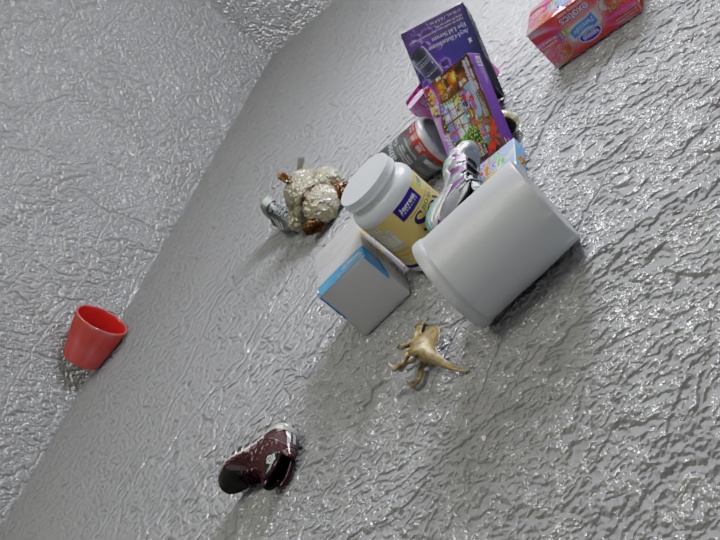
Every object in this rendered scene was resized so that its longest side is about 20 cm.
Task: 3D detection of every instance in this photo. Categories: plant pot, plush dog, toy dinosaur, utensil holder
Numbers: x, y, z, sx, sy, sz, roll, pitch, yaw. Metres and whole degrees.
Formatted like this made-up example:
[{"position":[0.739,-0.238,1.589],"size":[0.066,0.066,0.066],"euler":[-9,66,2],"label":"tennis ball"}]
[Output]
[{"position":[-0.983,0.252,3.130],"size":[0.178,0.199,0.201],"euler":[-58,21,11],"label":"plant pot"},{"position":[-0.118,-0.186,2.193],"size":[0.171,0.160,0.201],"euler":[34,87,40],"label":"plush dog"},{"position":[0.098,0.135,1.384],"size":[0.101,0.058,0.200],"euler":[-49,23,5],"label":"toy dinosaur"},{"position":[0.206,-0.041,1.298],"size":[0.200,0.170,0.170],"euler":[-43,24,16],"label":"utensil holder"}]

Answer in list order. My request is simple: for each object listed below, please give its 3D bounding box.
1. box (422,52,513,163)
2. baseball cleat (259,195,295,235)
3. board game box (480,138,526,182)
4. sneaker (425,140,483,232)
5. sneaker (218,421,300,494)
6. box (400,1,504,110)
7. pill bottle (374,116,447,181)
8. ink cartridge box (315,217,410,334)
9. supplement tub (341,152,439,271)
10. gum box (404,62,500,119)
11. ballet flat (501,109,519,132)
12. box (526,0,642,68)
[{"position":[0.209,-0.301,1.674],"size":[0.137,0.039,0.201],"euler":[-32,72,46],"label":"box"},{"position":[-0.226,-0.154,2.370],"size":[0.070,0.106,0.200],"euler":[-52,24,-13],"label":"baseball cleat"},{"position":[0.235,-0.133,1.546],"size":[0.151,0.037,0.201],"euler":[-39,25,31],"label":"board game box"},{"position":[0.201,-0.150,1.503],"size":[0.140,0.077,0.201],"euler":[-11,55,56],"label":"sneaker"},{"position":[-0.190,0.372,1.567],"size":[0.200,0.076,0.116],"euler":[-43,27,18],"label":"sneaker"},{"position":[0.194,-0.429,1.791],"size":[0.147,0.201,0.104],"euler":[-24,-5,18],"label":"box"},{"position":[0.097,-0.229,1.850],"size":[0.200,0.116,0.116],"euler":[-38,26,31],"label":"pill bottle"},{"position":[0.000,0.000,1.678],"size":[0.125,0.128,0.200],"euler":[-44,24,18],"label":"ink cartridge box"},{"position":[0.077,-0.109,1.599],"size":[0.145,0.200,0.146],"euler":[-41,25,24],"label":"supplement tub"},{"position":[0.201,-0.406,1.913],"size":[0.200,0.113,0.066],"euler":[-52,23,0],"label":"gum box"},{"position":[0.260,-0.308,1.723],"size":[0.057,0.067,0.200],"euler":[-45,23,-10],"label":"ballet flat"},{"position":[0.426,-0.494,1.633],"size":[0.199,0.102,0.095],"euler":[-30,31,40],"label":"box"}]
